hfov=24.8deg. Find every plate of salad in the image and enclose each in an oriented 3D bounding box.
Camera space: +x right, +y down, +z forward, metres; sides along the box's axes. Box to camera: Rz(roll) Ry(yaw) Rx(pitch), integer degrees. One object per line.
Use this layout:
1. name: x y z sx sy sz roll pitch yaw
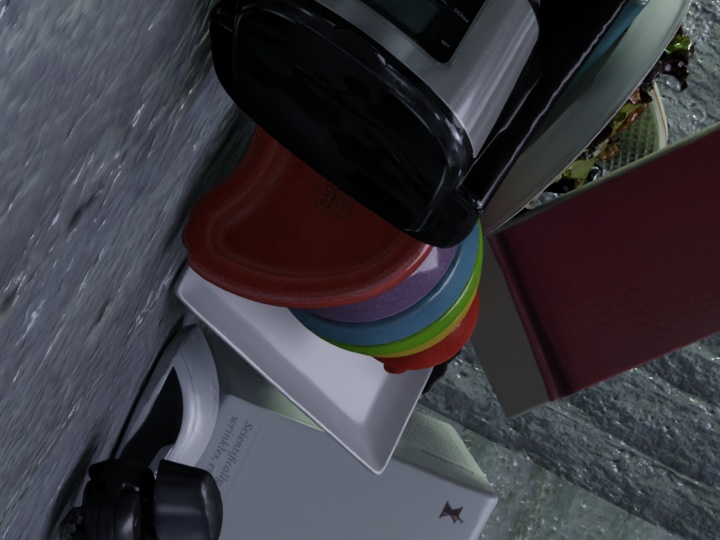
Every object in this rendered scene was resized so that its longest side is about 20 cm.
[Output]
1. plate of salad: 0.124 -0.086 0.916 0.200 0.048 0.200 -48 -171 10

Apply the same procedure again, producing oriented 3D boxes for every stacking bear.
1. stacking bear: 0.010 -0.006 0.824 0.122 0.113 0.200 -63 159 -10

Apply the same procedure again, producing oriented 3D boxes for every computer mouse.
1. computer mouse: -0.125 0.125 0.957 0.201 0.044 0.110 -63 178 17

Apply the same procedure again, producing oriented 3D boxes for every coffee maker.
1. coffee maker: 0.052 -0.113 0.610 0.200 0.134 0.192 -52 152 -12

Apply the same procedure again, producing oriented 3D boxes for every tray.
1. tray: -0.025 0.021 0.905 0.200 0.022 0.108 46 64 -41

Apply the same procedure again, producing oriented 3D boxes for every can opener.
1. can opener: -0.119 0.167 0.880 0.201 0.078 0.064 98 11 -49

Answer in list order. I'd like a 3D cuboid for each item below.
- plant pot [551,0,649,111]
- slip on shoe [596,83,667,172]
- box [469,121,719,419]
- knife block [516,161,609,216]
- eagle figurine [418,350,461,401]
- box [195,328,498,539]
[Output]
1. plant pot: 0.056 -0.141 0.904 0.200 0.141 0.142 -55 -176 38
2. slip on shoe: 0.141 -0.154 1.035 0.074 0.201 0.061 -21 -167 40
3. box: 0.166 -0.006 0.981 0.199 0.109 0.128 -26 179 23
4. knife block: 0.081 -0.068 1.137 0.176 0.199 0.064 -102 172 -56
5. eagle figurine: 0.005 -0.006 1.082 0.152 0.151 0.200 -64 179 9
6. box: -0.049 0.176 1.090 0.200 0.199 0.131 -63 -163 10
